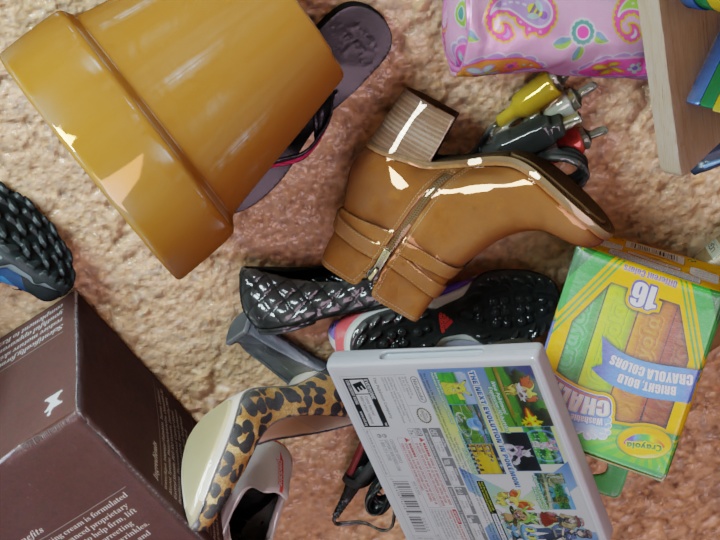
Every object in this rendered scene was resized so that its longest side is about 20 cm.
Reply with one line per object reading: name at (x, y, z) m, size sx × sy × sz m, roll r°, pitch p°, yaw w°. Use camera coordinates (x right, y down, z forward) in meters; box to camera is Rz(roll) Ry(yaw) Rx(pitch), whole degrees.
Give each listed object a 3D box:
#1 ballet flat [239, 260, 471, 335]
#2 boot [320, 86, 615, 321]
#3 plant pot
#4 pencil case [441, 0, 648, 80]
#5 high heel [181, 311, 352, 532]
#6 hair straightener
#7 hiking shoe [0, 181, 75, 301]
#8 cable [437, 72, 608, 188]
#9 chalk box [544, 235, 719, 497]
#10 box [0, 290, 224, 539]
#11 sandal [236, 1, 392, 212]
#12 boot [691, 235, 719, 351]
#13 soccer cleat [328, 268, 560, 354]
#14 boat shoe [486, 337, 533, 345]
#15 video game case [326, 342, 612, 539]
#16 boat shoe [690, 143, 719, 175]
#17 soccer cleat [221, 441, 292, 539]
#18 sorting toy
ballet flat at (0.000, 0.000, 1.427) m, size 0.198 × 0.067 × 0.057 m, roll -17°, pitch 107°, yaw -2°
boot at (0.076, -0.026, 1.351) m, size 0.199 × 0.077 × 0.156 m, roll 29°, pitch 103°, yaw 4°
plant pot at (-0.119, -0.128, 1.257) m, size 0.183 × 0.200 × 0.201 m, roll -39°, pitch 123°, yaw -3°
pencil case at (0.161, -0.183, 1.323) m, size 0.198 × 0.088 × 0.088 m, roll -1°, pitch 123°, yaw -10°
high heel at (-0.064, 0.145, 1.436) m, size 0.142 × 0.201 × 0.071 m, roll 36°, pitch 140°, yaw -25°
hair straightener at (0.019, 0.167, 1.510) m, size 0.041 × 0.077 × 0.201 m, roll -13°, pitch 146°, yaw -34°
hiking shoe at (-0.311, -0.028, 1.356) m, size 0.199 × 0.075 × 0.087 m, roll 31°, pitch 124°, yaw -17°
cable at (0.099, -0.089, 1.407) m, size 0.199 × 0.051 × 0.097 m, roll -20°, pitch 123°, yaw 16°
chalk box at (0.204, 0.084, 1.428) m, size 0.123 × 0.124 × 0.202 m, roll 17°, pitch 102°, yaw 9°
box at (-0.230, 0.165, 1.432) m, size 0.165 × 0.165 × 0.200 m, roll -31°, pitch 123°, yaw 11°
sandal at (-0.054, -0.118, 1.348) m, size 0.075 × 0.045 × 0.200 m, roll 34°, pitch 112°, yaw -28°
boot at (0.284, 0.068, 1.525) m, size 0.200 × 0.066 × 0.175 m, roll -38°, pitch 109°, yaw 14°
soccer cleat at (0.069, 0.037, 1.471) m, size 0.199 × 0.073 × 0.069 m, roll -14°, pitch 105°, yaw -22°
boat shoe at (0.095, 0.129, 1.484) m, size 0.075 × 0.074 × 0.200 m, roll -7°, pitch 150°, yaw -29°
video game case at (0.087, 0.140, 1.410) m, size 0.181 × 0.022 × 0.201 m, roll -4°, pitch 127°, yaw 29°
boat shoe at (0.346, -0.115, 1.403) m, size 0.198 × 0.084 × 0.069 m, roll -8°, pitch 93°, yaw 10°
soccer cleat at (-0.115, 0.232, 1.544) m, size 0.068 × 0.085 × 0.201 m, roll 21°, pitch 117°, yaw -22°
sorting toy at (0.285, -0.195, 1.277) m, size 0.199 × 0.069 × 0.201 m, roll -41°, pitch 132°, yaw -32°
